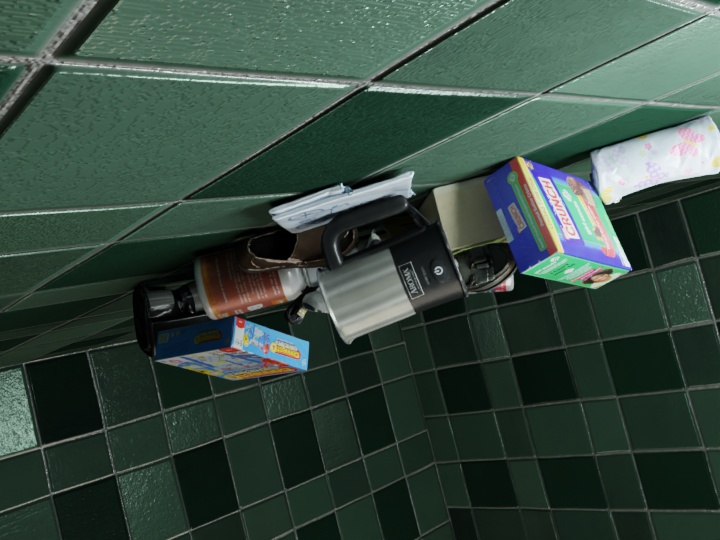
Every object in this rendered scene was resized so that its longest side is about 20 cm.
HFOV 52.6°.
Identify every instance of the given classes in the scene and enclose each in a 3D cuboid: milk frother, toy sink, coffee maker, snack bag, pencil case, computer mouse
[{"bbox_3d":[0.042,-0.007,1.075,0.188,0.181,0.200,-21,170,6],"label":"milk frother"},{"bbox_3d":[0.184,-0.082,1.240,0.130,0.112,0.200,-14,176,-4],"label":"toy sink"},{"bbox_3d":[-0.334,0.108,1.442,0.200,0.192,0.135,-12,171,-30],"label":"coffee maker"},{"bbox_3d":[-0.019,-0.096,1.012,0.200,0.021,0.189,-17,176,2],"label":"snack bag"},{"bbox_3d":[0.464,-0.172,1.148,0.200,0.091,0.083,-17,175,18],"label":"pencil case"},{"bbox_3d":[-0.170,0.026,1.301,0.200,0.110,0.044,16,157,14],"label":"computer mouse"}]

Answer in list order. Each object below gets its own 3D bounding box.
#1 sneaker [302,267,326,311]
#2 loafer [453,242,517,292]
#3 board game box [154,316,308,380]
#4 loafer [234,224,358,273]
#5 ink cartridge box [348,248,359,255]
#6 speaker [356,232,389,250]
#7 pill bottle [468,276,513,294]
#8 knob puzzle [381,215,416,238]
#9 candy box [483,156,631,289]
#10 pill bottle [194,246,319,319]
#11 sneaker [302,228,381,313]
[{"bbox_3d":[-0.072,0.035,1.383,0.200,0.087,0.075,3,173,-25],"label":"sneaker"},{"bbox_3d":[0.164,0.004,1.175,0.063,0.072,0.200,1,165,-38],"label":"loafer"},{"bbox_3d":[-0.232,0.147,1.330,0.200,0.056,0.196,-13,155,35],"label":"board game box"},{"bbox_3d":[-0.095,-0.038,1.142,0.200,0.073,0.071,-16,174,-15],"label":"loafer"},{"bbox_3d":[-0.018,-0.030,1.369,0.200,0.057,0.163,-2,175,-1],"label":"ink cartridge box"},{"bbox_3d":[0.098,-0.052,1.533,0.200,0.081,0.081,-17,175,22],"label":"speaker"},{"bbox_3d":[0.194,-0.012,1.424,0.200,0.120,0.120,-5,177,10],"label":"pill bottle"},{"bbox_3d":[0.160,-0.039,1.338,0.219,0.220,0.030,-12,133,-24],"label":"knob puzzle"},{"bbox_3d":[0.299,-0.069,1.100,0.200,0.169,0.077,8,145,-39],"label":"candy box"},{"bbox_3d":[-0.168,0.007,1.222,0.200,0.112,0.112,-14,176,-1],"label":"pill bottle"},{"bbox_3d":[0.000,0.000,1.195,0.199,0.130,0.079,-6,178,7],"label":"sneaker"}]
